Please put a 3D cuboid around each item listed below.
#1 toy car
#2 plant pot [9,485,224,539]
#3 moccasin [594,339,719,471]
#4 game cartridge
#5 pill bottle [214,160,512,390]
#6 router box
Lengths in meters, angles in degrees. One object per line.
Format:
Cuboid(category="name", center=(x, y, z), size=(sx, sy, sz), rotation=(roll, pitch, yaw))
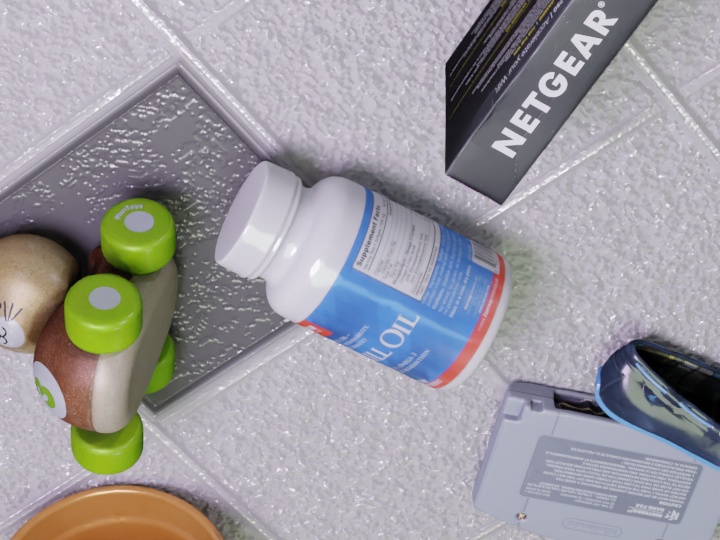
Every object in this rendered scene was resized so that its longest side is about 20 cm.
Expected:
Cuboid(category="toy car", center=(-0.244, 0.033, 1.529), size=(0.199, 0.158, 0.165), rotation=(12, 136, 7))
Cuboid(category="plant pot", center=(-0.192, 0.296, 1.688), size=(0.199, 0.200, 0.140), rotation=(-2, 141, 3))
Cuboid(category="moccasin", center=(0.280, 0.111, 1.595), size=(0.200, 0.081, 0.068), rotation=(17, 135, -11))
Cuboid(category="game cartridge", center=(0.196, 0.164, 1.666), size=(0.199, 0.041, 0.134), rotation=(12, 121, -6))
Cuboid(category="pill bottle", center=(0.000, 0.000, 1.509), size=(0.200, 0.112, 0.112), rotation=(25, 122, -15))
Cuboid(category="router box", center=(0.126, -0.162, 1.368), size=(0.051, 0.149, 0.200), rotation=(27, 122, -15))
